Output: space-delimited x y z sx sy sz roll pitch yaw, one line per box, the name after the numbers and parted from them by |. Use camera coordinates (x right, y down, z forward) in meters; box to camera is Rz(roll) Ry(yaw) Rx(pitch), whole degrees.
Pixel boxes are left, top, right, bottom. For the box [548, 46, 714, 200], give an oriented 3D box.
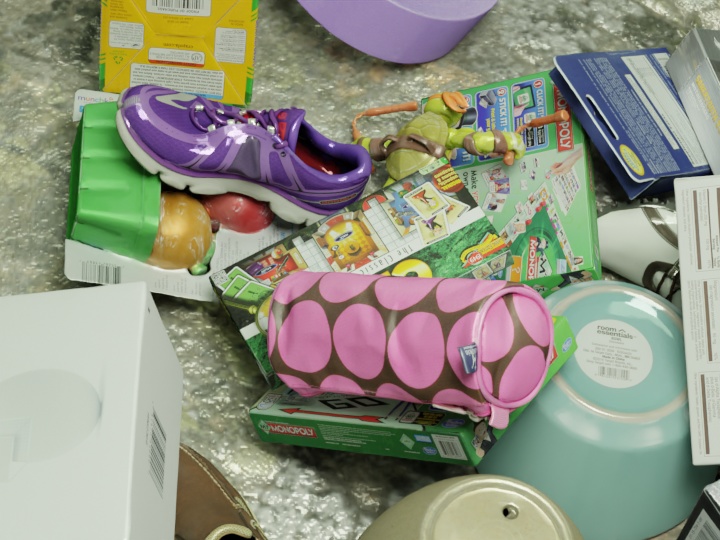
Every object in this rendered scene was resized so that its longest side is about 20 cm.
0.220 -0.118 1.604 0.200 0.032 0.121 -11 65 -56 | box

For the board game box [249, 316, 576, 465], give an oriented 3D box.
0.035 0.077 1.430 0.200 0.029 0.135 2 36 42 | board game box

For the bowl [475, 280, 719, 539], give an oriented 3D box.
0.180 0.087 1.484 0.200 0.105 0.201 4 56 -6 | bowl

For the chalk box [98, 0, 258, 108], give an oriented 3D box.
-0.141 -0.240 1.643 0.124 0.124 0.200 5 38 -3 | chalk box

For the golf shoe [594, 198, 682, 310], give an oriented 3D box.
0.257 0.009 1.568 0.199 0.078 0.095 14 55 3 | golf shoe

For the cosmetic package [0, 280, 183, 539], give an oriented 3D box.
-0.231 0.129 1.358 0.199 0.123 0.200 -4 55 7 | cosmetic package

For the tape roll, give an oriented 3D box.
0.023 -0.272 1.691 0.200 0.066 0.201 19 50 -24 | tape roll

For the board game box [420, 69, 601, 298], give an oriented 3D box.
0.115 -0.064 1.593 0.134 0.029 0.201 -11 54 16 | board game box

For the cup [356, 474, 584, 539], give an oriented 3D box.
0.080 0.215 1.356 0.199 0.143 0.201 4 55 -6 | cup

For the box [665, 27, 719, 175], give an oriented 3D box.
0.363 -0.116 1.653 0.199 0.048 0.159 3 54 -29 | box

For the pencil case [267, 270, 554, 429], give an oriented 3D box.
0.027 0.049 1.348 0.091 0.200 0.094 6 88 -46 | pencil case

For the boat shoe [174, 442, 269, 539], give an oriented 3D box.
-0.091 0.189 1.391 0.075 0.075 0.203 -25 62 -23 | boat shoe

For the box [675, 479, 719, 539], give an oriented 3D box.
0.279 0.217 1.349 0.114 0.200 0.132 -23 61 -24 | box

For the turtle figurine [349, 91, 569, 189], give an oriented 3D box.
0.053 -0.079 1.568 0.199 0.064 0.162 3 61 33 | turtle figurine

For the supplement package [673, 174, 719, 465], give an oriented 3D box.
0.308 0.034 1.446 0.111 0.156 0.201 -5 86 31 | supplement package

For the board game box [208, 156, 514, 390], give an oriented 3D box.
0.000 0.000 1.479 0.200 0.023 0.105 -28 58 -9 | board game box

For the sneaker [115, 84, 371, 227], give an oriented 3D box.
-0.083 -0.101 1.506 0.199 0.083 0.081 17 51 -19 | sneaker

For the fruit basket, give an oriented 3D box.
-0.127 -0.050 1.561 0.199 0.094 0.186 11 53 -20 | fruit basket
